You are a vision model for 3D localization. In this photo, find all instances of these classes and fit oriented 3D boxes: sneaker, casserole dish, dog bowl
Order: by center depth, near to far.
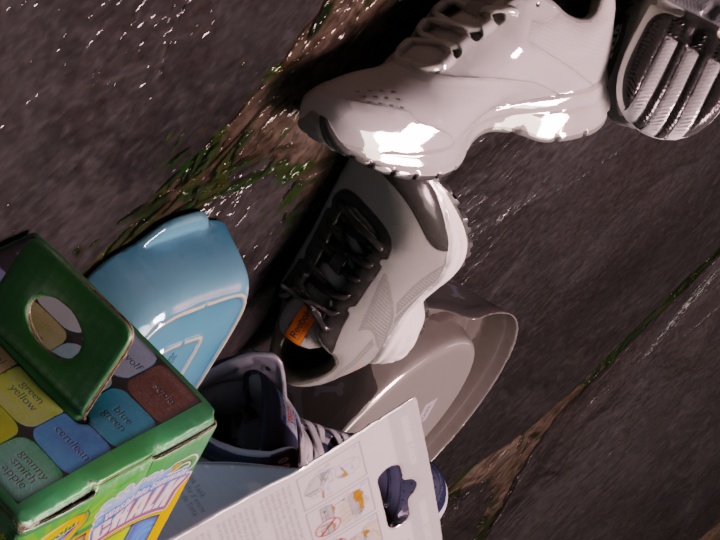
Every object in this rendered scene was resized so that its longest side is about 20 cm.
[{"bbox_3d":[0.047,-0.101,1.352,0.200,0.074,0.087,-20,132,-43],"label":"sneaker"},{"bbox_3d":[-0.118,0.057,1.363,0.121,0.039,0.200,-21,149,-54],"label":"casserole dish"},{"bbox_3d":[0.177,-0.158,1.447,0.200,0.075,0.115,-57,-170,-5],"label":"sneaker"},{"bbox_3d":[0.000,0.000,1.455,0.079,0.074,0.200,-30,157,-28],"label":"sneaker"},{"bbox_3d":[-0.027,0.098,1.482,0.200,0.070,0.109,5,143,-27],"label":"sneaker"},{"bbox_3d":[0.002,0.080,1.653,0.200,0.059,0.200,-41,162,-16],"label":"dog bowl"}]

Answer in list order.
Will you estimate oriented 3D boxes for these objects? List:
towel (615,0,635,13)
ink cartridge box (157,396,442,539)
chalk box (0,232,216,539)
[{"bbox_3d":[0.138,-0.170,1.472,0.192,0.035,0.200,-14,146,-55],"label":"towel"},{"bbox_3d":[-0.058,0.139,1.442,0.200,0.047,0.160,-30,148,-12],"label":"ink cartridge box"},{"bbox_3d":[-0.156,0.078,1.183,0.124,0.125,0.200,-28,154,-45],"label":"chalk box"}]
